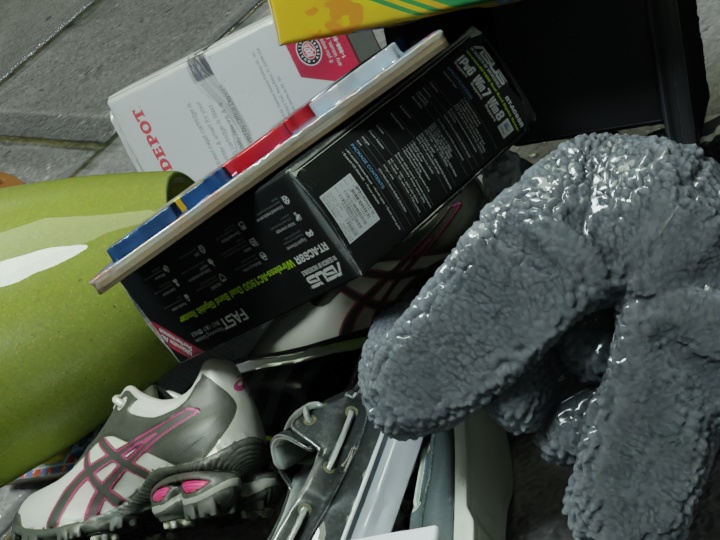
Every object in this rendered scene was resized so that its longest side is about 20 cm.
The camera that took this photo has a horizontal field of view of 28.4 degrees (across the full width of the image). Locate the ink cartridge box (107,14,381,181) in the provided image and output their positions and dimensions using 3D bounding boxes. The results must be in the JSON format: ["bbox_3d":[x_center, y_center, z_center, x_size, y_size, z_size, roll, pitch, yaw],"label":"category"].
[{"bbox_3d":[-0.073,-0.116,1.110,0.199,0.146,0.083,-22,14,18],"label":"ink cartridge box"}]

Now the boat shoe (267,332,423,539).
[{"bbox_3d":[-0.012,0.097,0.735,0.072,0.070,0.201,119,171,-52],"label":"boat shoe"}]

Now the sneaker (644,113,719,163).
[{"bbox_3d":[0.167,-0.042,0.866,0.198,0.074,0.080,-17,18,19],"label":"sneaker"}]

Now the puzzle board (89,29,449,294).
[{"bbox_3d":[-0.047,-0.062,0.724,0.199,0.017,0.151,-35,8,3],"label":"puzzle board"}]

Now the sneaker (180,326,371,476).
[{"bbox_3d":[-0.038,0.092,0.849,0.199,0.072,0.083,-24,31,16],"label":"sneaker"}]

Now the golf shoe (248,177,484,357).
[{"bbox_3d":[0.000,0.000,0.937,0.199,0.088,0.077,-34,30,1],"label":"golf shoe"}]

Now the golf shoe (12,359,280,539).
[{"bbox_3d":[-0.130,0.117,0.843,0.199,0.077,0.089,-19,73,33],"label":"golf shoe"}]

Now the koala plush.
[{"bbox_3d":[0.119,0.009,0.714,0.185,0.176,0.200,-59,-2,16],"label":"koala plush"}]

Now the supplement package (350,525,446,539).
[{"bbox_3d":[-0.007,0.219,0.487,0.150,0.201,0.152,-15,33,29],"label":"supplement package"}]

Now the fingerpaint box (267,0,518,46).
[{"bbox_3d":[0.052,-0.175,0.755,0.165,0.074,0.200,-9,11,14],"label":"fingerpaint box"}]

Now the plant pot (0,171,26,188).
[{"bbox_3d":[-0.326,0.008,1.163,0.199,0.202,0.140,2,27,46],"label":"plant pot"}]

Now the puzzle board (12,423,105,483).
[{"bbox_3d":[-0.185,0.056,1.023,0.150,0.017,0.201,-15,47,47],"label":"puzzle board"}]

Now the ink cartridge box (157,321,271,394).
[{"bbox_3d":[-0.068,-0.023,0.990,0.200,0.040,0.200,-51,17,22],"label":"ink cartridge box"}]

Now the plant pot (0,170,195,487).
[{"bbox_3d":[-0.182,0.019,0.885,0.198,0.188,0.188,-22,30,13],"label":"plant pot"}]

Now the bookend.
[{"bbox_3d":[0.098,-0.115,0.835,0.197,0.093,0.200,-8,12,16],"label":"bookend"}]

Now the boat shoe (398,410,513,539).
[{"bbox_3d":[0.040,0.116,0.732,0.061,0.073,0.201,-17,37,19],"label":"boat shoe"}]

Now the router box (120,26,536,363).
[{"bbox_3d":[-0.022,-0.035,0.753,0.150,0.062,0.199,-42,10,-35],"label":"router box"}]
